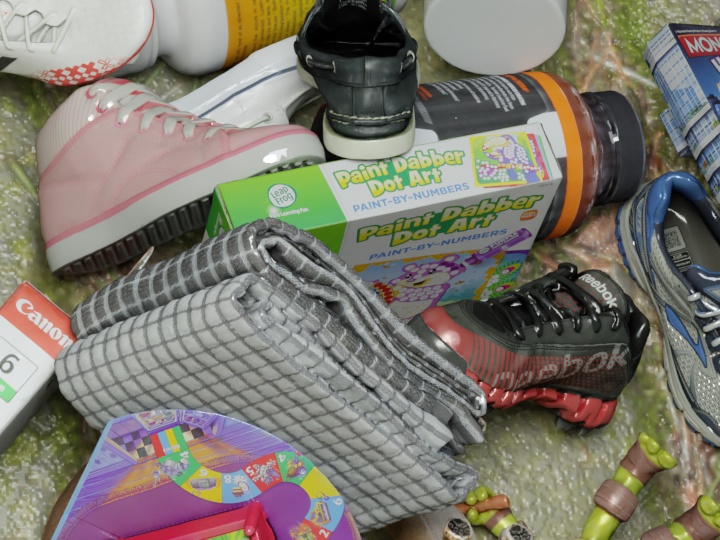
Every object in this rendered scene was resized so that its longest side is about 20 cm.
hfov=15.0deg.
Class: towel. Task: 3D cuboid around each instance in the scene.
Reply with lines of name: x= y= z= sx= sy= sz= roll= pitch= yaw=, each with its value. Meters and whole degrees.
towel: x=-0.045 y=0.063 z=1.505 sx=0.200 sy=0.165 sz=0.086 roll=39 pitch=48 yaw=-29

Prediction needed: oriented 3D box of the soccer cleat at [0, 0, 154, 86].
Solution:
soccer cleat: x=-0.212 y=-0.148 z=1.608 sx=0.085 sy=0.199 sz=0.069 roll=11 pitch=86 yaw=-57

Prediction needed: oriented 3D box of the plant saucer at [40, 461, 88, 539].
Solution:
plant saucer: x=-0.087 y=0.178 z=1.589 sx=0.199 sy=0.037 sz=0.202 roll=5 pitch=68 yaw=-13

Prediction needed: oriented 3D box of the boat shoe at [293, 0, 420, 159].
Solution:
boat shoe: x=-0.002 y=-0.132 z=1.582 sx=0.074 sy=0.067 sz=0.200 roll=-1 pitch=26 yaw=1

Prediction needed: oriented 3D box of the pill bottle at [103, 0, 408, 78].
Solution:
pill bottle: x=-0.077 y=-0.185 z=1.696 sx=0.199 sy=0.111 sz=0.112 roll=-19 pitch=74 yaw=-21

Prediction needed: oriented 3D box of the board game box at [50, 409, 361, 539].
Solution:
board game box: x=-0.094 y=0.174 z=1.487 sx=0.157 sy=0.201 sz=0.039 roll=25 pitch=26 yaw=-6

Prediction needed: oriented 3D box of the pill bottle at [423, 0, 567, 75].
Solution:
pill bottle: x=0.087 y=-0.228 z=1.735 sx=0.113 sy=0.115 sz=0.201 roll=11 pitch=53 yaw=-10

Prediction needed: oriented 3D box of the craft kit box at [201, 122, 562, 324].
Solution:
craft kit box: x=0.000 y=0.000 z=1.592 sx=0.199 sy=0.198 sz=0.049 roll=-12 pitch=60 yaw=-18

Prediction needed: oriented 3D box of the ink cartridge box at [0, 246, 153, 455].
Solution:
ink cartridge box: x=-0.203 y=0.061 z=1.563 sx=0.050 sy=0.109 sz=0.200 roll=38 pitch=64 yaw=0

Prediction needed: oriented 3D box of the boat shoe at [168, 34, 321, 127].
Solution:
boat shoe: x=-0.080 y=-0.081 z=1.682 sx=0.199 sy=0.074 sz=0.067 roll=-27 pitch=80 yaw=-10

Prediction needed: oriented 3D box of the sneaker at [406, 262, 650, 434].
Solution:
sneaker: x=0.103 y=0.037 z=1.615 sx=0.200 sy=0.098 sz=0.071 roll=13 pitch=29 yaw=-50

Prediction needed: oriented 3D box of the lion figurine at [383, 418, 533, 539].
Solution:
lion figurine: x=0.041 y=0.156 z=1.590 sx=0.072 sy=0.123 sz=0.201 roll=3 pitch=45 yaw=-19

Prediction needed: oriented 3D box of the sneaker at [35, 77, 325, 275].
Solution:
sneaker: x=-0.113 y=-0.073 z=1.569 sx=0.075 sy=0.199 sz=0.105 roll=2 pitch=71 yaw=-52

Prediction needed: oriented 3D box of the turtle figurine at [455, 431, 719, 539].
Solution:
turtle figurine: x=0.143 y=0.186 z=1.626 sx=0.161 sy=0.064 sz=0.200 roll=-41 pitch=65 yaw=-3

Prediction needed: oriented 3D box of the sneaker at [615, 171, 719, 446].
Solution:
sneaker: x=0.221 y=0.027 z=1.702 sx=0.077 sy=0.085 sz=0.201 roll=-24 pitch=76 yaw=-15

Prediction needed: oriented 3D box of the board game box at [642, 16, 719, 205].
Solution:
board game box: x=0.259 y=-0.097 z=1.745 sx=0.199 sy=0.062 sz=0.201 roll=-1 pitch=57 yaw=-46

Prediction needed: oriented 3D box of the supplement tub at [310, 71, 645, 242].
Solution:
supplement tub: x=0.074 y=-0.066 z=1.688 sx=0.199 sy=0.107 sz=0.108 roll=-9 pitch=71 yaw=-23
